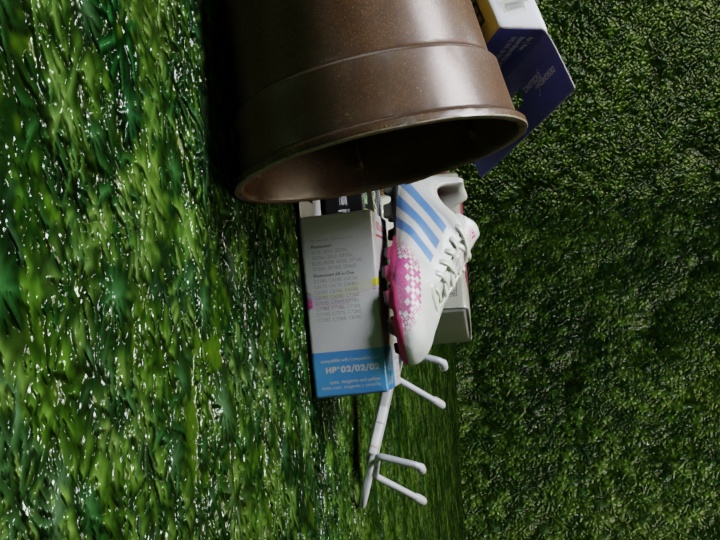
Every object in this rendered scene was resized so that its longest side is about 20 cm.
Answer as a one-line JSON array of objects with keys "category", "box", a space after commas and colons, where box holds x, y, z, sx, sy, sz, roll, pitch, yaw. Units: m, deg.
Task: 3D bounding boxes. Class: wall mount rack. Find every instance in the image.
[{"category": "wall mount rack", "box": [0.052, 0.172, 1.210, 0.174, 0.074, 0.201, 90, 14, -68]}]

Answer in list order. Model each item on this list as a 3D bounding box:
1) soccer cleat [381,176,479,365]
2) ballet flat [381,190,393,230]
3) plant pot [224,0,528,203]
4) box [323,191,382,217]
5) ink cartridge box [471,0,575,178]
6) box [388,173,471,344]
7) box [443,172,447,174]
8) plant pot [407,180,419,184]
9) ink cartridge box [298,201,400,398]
[{"category": "soccer cleat", "box": [0.064, -0.010, 0.992, 0.070, 0.086, 0.201, 74, 13, -53]}, {"category": "ballet flat", "box": [0.023, -0.099, 1.356, 0.071, 0.070, 0.201, 66, 20, -68]}, {"category": "plant pot", "box": [-0.007, -0.166, 0.748, 0.200, 0.199, 0.199, 23, 54, -82]}, {"category": "box", "box": [0.000, 0.000, 1.180, 0.193, 0.047, 0.201, -2, 88, -81]}, {"category": "ink cartridge box", "box": [0.072, -0.187, 0.849, 0.198, 0.047, 0.201, 133, -60, -71]}, {"category": "box", "box": [0.076, -0.012, 1.457, 0.109, 0.127, 0.201, 72, 15, -62]}, {"category": "box", "box": [0.089, -0.107, 1.689, 0.075, 0.100, 0.201, 72, 15, -58]}, {"category": "plant pot", "box": [-0.012, -0.160, 0.929, 0.201, 0.092, 0.202, 162, -90, -84]}, {"category": "ink cartridge box", "box": [-0.009, 0.010, 1.013, 0.115, 0.067, 0.201, 13, 71, -83]}]
